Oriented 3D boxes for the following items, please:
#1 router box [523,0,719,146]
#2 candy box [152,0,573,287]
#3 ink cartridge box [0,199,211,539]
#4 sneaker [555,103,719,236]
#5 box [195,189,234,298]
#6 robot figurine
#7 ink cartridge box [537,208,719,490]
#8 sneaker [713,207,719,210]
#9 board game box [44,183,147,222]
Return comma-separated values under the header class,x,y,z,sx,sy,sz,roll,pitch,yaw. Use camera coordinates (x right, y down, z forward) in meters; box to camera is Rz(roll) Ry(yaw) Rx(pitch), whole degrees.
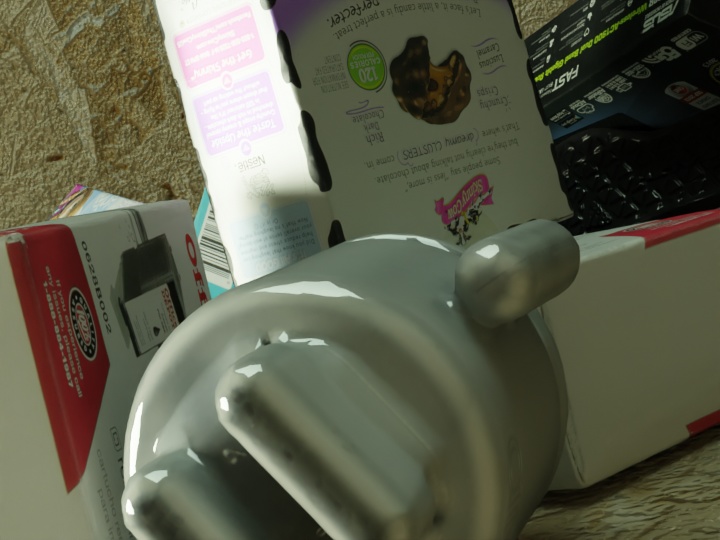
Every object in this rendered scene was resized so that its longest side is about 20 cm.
class,x,y,z,sx,sy,sz,roll,pitch,yaw
router box,0.184,-0.099,0.870,0.149,0.063,0.200,20,-20,-18
candy box,-0.002,-0.096,0.724,0.071,0.202,0.167,-15,2,42
ink cartridge box,-0.105,0.056,0.579,0.082,0.148,0.200,-13,4,9
sneaker,0.174,-0.035,0.849,0.082,0.072,0.199,25,-22,-36
box,0.000,0.000,0.833,0.049,0.083,0.199,20,2,41
robot figurine,0.001,0.050,0.501,0.170,0.113,0.200,-44,-5,18
ink cartridge box,0.058,0.038,0.698,0.147,0.086,0.199,-17,2,-41
sneaker,0.192,-0.009,0.733,0.199,0.075,0.088,-12,39,40
board game box,-0.186,0.045,0.892,0.200,0.043,0.199,-51,22,-10
